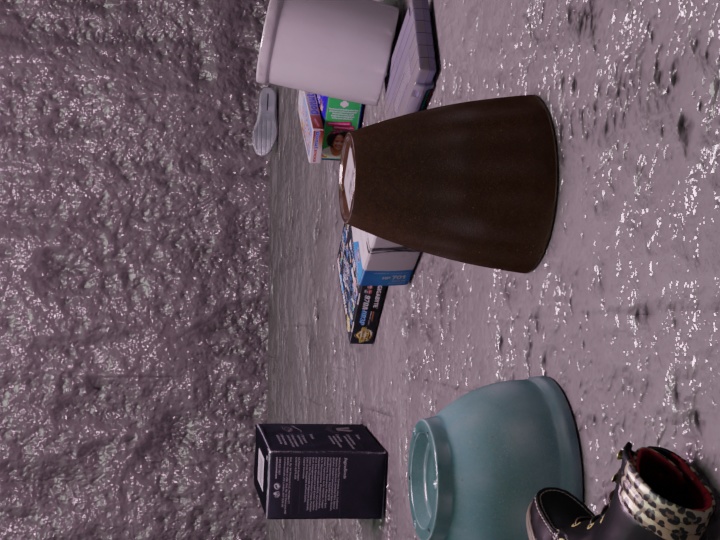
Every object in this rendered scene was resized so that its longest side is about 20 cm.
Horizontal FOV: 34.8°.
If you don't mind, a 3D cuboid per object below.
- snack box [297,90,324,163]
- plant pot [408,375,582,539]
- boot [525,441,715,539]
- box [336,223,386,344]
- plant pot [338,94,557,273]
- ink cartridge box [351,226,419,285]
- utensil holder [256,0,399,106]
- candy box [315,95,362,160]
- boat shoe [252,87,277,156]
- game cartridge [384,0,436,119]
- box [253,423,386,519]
[{"bbox_3d":[-0.095,-0.286,2.162,0.201,0.024,0.073,-104,18,-51],"label":"snack box"},{"bbox_3d":[0.122,0.207,1.140,0.200,0.132,0.204,-179,90,-78],"label":"plant pot"},{"bbox_3d":[0.202,0.194,0.899,0.204,0.072,0.156,-123,37,-59],"label":"boot"},{"bbox_3d":[0.000,0.000,1.988,0.160,0.045,0.202,103,164,-45],"label":"box"},{"bbox_3d":[0.081,-0.094,1.203,0.187,0.197,0.190,-179,90,-78],"label":"plant pot"},{"bbox_3d":[0.043,-0.091,1.678,0.201,0.084,0.148,111,157,-56],"label":"ink cartridge box"},{"bbox_3d":[-0.051,-0.358,1.812,0.170,0.197,0.173,-167,90,-87],"label":"utensil holder"},{"bbox_3d":[-0.043,-0.337,2.156,0.170,0.076,0.202,-102,15,-49],"label":"candy box"},{"bbox_3d":[-0.271,-0.432,3.368,0.067,0.072,0.203,56,-137,-84],"label":"boat shoe"},{"bbox_3d":[0.073,-0.284,1.683,0.201,0.038,0.131,113,152,-62],"label":"game cartridge"},{"bbox_3d":[-0.073,0.336,1.938,0.197,0.197,0.120,-152,64,-78],"label":"box"}]
